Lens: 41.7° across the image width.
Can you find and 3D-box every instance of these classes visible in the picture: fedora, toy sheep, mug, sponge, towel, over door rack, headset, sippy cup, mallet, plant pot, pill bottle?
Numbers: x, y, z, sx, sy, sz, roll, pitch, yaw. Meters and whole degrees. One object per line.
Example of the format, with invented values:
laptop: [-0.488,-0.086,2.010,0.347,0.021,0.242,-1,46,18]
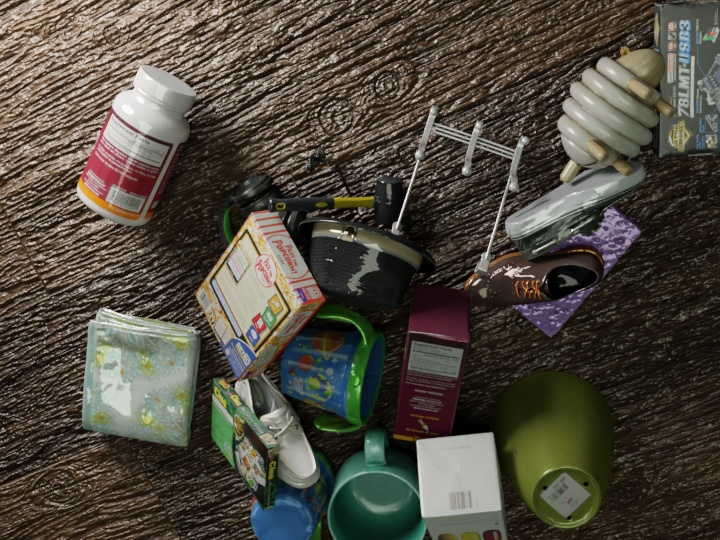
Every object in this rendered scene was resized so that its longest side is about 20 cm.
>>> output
fedora: [0.000,0.000,1.287,0.198,0.201,0.093,18,79,1]
toy sheep: [0.322,-0.198,1.226,0.137,0.138,0.201,36,106,-5]
mug: [0.037,0.332,1.425,0.151,0.115,0.187,30,107,-3]
sponge: [0.291,-0.015,1.338,0.111,0.030,0.201,36,108,-4]
towel: [-0.337,0.167,1.450,0.168,0.048,0.203,11,108,4]
over door rack: [0.134,-0.107,1.287,0.146,0.067,0.203,18,93,1]
headset: [-0.118,-0.093,1.349,0.123,0.094,0.200,40,122,-6]
sippy cup: [-0.043,0.143,1.368,0.128,0.140,0.181,10,84,14]
mallet: [-0.030,-0.103,1.302,0.197,0.041,0.067,4,106,-24]
plant pot: [0.278,0.270,1.335,0.184,0.200,0.190,2,107,6]
sippy cup: [-0.109,0.353,1.438,0.177,0.131,0.140,34,108,-5]
pill bottle: [-0.306,-0.173,1.311,0.112,0.113,0.202,29,107,-3]

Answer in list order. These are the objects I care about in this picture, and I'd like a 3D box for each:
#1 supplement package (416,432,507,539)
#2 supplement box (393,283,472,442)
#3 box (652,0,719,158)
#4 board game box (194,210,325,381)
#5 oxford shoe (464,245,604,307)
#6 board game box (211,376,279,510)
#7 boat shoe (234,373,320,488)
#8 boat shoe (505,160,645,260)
supplement package: [0.150,0.324,1.359,0.112,0.111,0.201,-7,149,9]
supplement box: [0.101,0.135,1.332,0.084,0.111,0.202,8,125,3]
box: [0.485,-0.255,1.235,0.195,0.050,0.203,-3,107,8]
board game box: [-0.145,0.037,1.317,0.200,0.046,0.153,-47,65,41]
oxford shoe: [0.234,0.013,1.297,0.197,0.073,0.072,-16,102,18]
board game box: [-0.173,0.249,1.387,0.023,0.200,0.106,-10,118,-28]
boat shoe: [-0.124,0.225,1.383,0.201,0.070,0.070,52,151,23]
boat shoe: [0.294,-0.080,1.272,0.198,0.072,0.071,-26,109,17]
